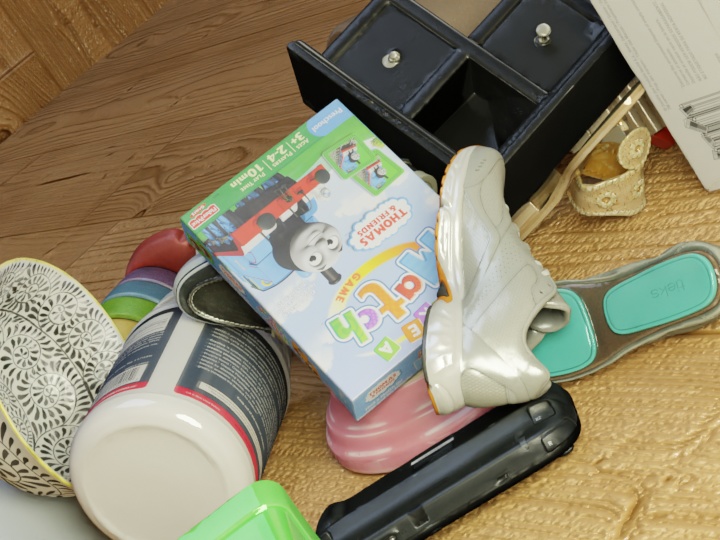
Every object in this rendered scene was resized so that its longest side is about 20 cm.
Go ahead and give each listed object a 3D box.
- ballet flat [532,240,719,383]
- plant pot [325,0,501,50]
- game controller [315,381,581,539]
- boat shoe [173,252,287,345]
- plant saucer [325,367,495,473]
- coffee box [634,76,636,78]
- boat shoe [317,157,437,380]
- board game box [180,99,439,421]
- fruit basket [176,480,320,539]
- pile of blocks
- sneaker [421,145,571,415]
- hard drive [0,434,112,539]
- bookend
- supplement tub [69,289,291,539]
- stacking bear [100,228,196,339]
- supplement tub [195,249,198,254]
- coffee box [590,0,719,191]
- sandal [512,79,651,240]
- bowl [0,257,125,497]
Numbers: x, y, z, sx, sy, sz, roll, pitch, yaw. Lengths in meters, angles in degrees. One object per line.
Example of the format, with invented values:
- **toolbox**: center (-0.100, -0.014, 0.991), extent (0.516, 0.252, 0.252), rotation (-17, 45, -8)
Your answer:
- **ballet flat**: center (0.167, 0.032, 1.203), extent (0.199, 0.068, 0.063), rotation (-19, -11, 32)
- **plant pot**: center (0.069, -0.167, 1.540), extent (0.173, 0.202, 0.200), rotation (-15, 11, -22)
- **game controller**: center (0.053, 0.138, 1.176), extent (0.199, 0.042, 0.104), rotation (-32, 5, 8)
- **boat shoe**: center (-0.044, 0.018, 1.321), extent (0.198, 0.073, 0.071), rotation (-3, 33, 11)
- **plant saucer**: center (0.053, 0.064, 1.320), extent (0.199, 0.051, 0.201), rotation (-30, 20, 12)
- **coffee box**: center (0.295, -0.242, 1.548), extent (0.199, 0.115, 0.080), rotation (-19, 24, 36)
- **boat shoe**: center (0.000, 0.000, 1.397), extent (0.067, 0.201, 0.072), rotation (31, 31, 24)
- **board game box**: center (-0.009, -0.012, 1.282), extent (0.151, 0.037, 0.200), rotation (-38, 63, -14)
- **fruit basket**: center (-0.103, 0.221, 1.087), extent (0.214, 0.156, 0.217), rotation (-20, 38, 17)
- **pile of blocks**: center (0.255, -0.140, 1.467), extent (0.199, 0.062, 0.082), rotation (-33, 0, -6)
- **sneaker**: center (0.094, 0.006, 1.189), extent (0.091, 0.076, 0.202), rotation (1, 59, 10)
- **hard drive**: center (-0.226, 0.167, 1.462), extent (0.131, 0.027, 0.201), rotation (14, 38, 11)
- **bookend**: center (0.085, -0.165, 1.398), extent (0.200, 0.198, 0.092), rotation (-47, -22, -13)
- **supplement tub**: center (-0.131, 0.109, 1.380), extent (0.140, 0.141, 0.200), rotation (-26, 20, 23)
- **stacking bear**: center (-0.200, 0.079, 1.633), extent (0.113, 0.122, 0.201), rotation (-17, 33, 37)
- **supplement tub**: center (-0.039, -0.023, 1.536), extent (0.145, 0.146, 0.199), rotation (-45, 21, -29)
- **coffee box**: center (0.317, -0.208, 1.293), extent (0.199, 0.200, 0.198), rotation (-14, 27, 46)
- **sandal**: center (0.188, -0.067, 1.395), extent (0.078, 0.070, 0.212), rotation (-47, -1, -39)
- **bowl**: center (-0.261, 0.101, 1.412), extent (0.094, 0.201, 0.201), rotation (-28, 20, 22)
